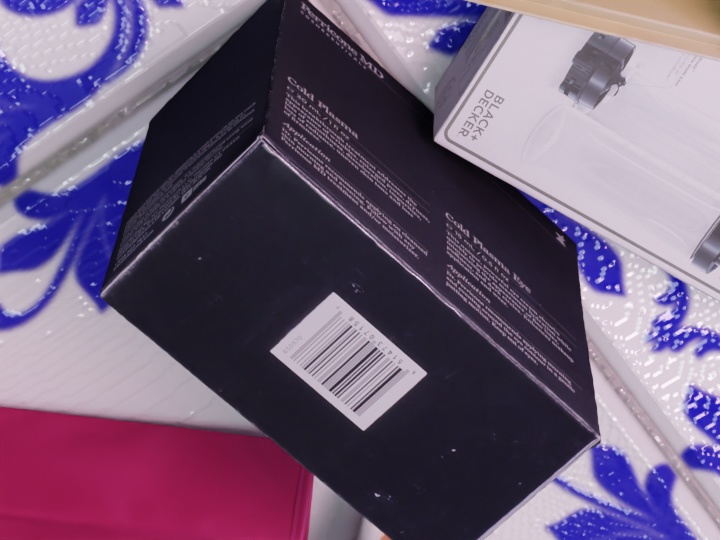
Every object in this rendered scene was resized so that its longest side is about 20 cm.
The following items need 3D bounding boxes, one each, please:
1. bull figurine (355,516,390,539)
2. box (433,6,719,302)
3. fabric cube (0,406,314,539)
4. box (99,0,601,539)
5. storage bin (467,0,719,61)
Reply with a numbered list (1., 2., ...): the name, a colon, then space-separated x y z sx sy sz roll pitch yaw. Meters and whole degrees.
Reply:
1. bull figurine: 0.024 0.182 1.122 0.065 0.201 0.121 -1 142 46
2. box: 0.145 -0.068 1.030 0.199 0.060 0.117 28 115 -11
3. fabric cube: -0.133 0.203 1.104 0.198 0.200 0.197 6 118 1
4. box: 0.000 0.000 1.003 0.200 0.182 0.104 41 112 -17
5. storage bin: 0.073 -0.193 0.876 0.197 0.094 0.200 15 155 14
